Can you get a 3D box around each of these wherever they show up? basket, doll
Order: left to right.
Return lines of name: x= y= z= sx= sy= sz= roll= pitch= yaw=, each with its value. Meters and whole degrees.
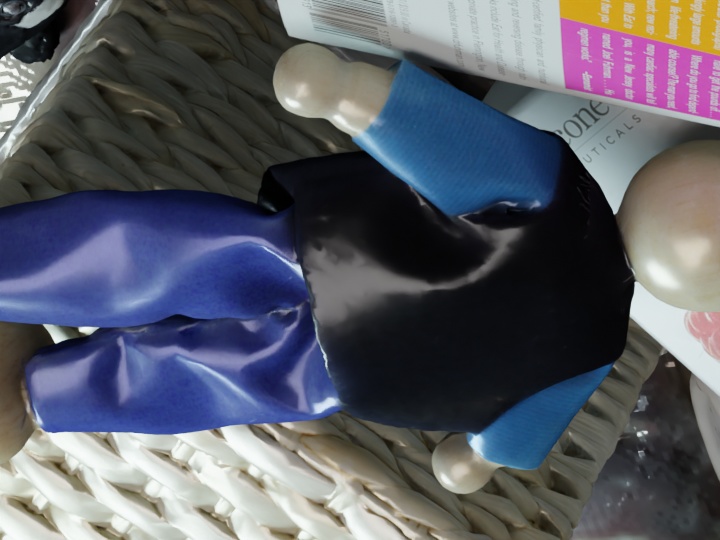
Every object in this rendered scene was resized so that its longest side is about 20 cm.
basket: x=-0.043 y=0.045 z=0.840 sx=0.200 sy=0.161 sz=0.198 roll=36 pitch=132 yaw=-7
doll: x=0.000 y=0.000 z=0.666 sx=0.199 sy=0.049 sz=0.137 roll=-6 pitch=131 yaw=13

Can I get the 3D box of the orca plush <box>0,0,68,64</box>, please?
orca plush: x=-0.126 y=-0.061 z=0.856 sx=0.071 sy=0.106 sz=0.200 roll=16 pitch=137 yaw=-31

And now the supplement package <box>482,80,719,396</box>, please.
supplement package: x=0.147 y=-0.025 z=0.718 sx=0.200 sy=0.120 sz=0.121 roll=41 pitch=133 yaw=-9

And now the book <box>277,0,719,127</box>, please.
book: x=0.077 y=-0.061 z=0.572 sx=0.199 sy=0.048 sz=0.134 roll=13 pitch=164 yaw=8

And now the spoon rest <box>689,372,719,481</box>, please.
spoon rest: x=0.146 y=0.083 z=0.787 sx=0.060 sy=0.201 sz=0.099 roll=-20 pitch=159 yaw=-3
